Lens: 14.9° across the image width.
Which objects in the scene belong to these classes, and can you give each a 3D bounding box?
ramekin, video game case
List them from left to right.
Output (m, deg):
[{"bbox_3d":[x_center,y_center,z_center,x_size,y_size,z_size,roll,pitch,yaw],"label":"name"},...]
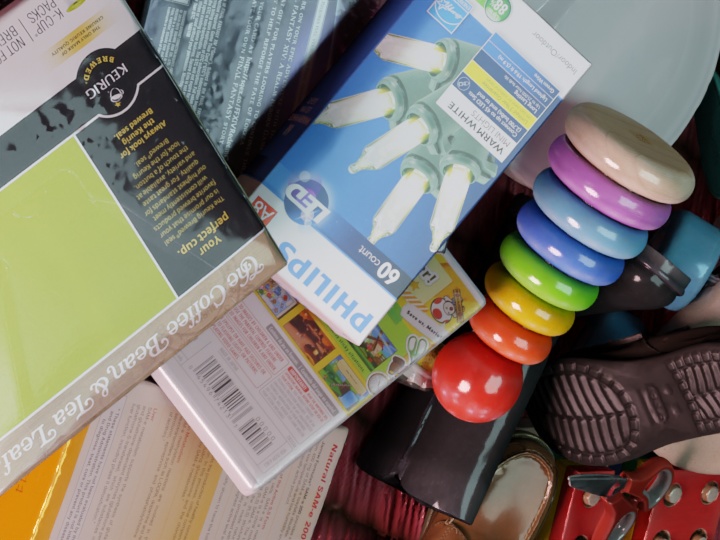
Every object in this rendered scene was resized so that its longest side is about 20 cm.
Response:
[{"bbox_3d":[-0.055,-0.007,1.535,0.182,0.023,0.200,-38,91,-22],"label":"video game case"},{"bbox_3d":[-0.031,-0.099,1.518,0.200,0.019,0.143,13,93,-17],"label":"video game case"},{"bbox_3d":[0.117,-0.151,1.646,0.202,0.094,0.203,-17,118,-34],"label":"ramekin"}]

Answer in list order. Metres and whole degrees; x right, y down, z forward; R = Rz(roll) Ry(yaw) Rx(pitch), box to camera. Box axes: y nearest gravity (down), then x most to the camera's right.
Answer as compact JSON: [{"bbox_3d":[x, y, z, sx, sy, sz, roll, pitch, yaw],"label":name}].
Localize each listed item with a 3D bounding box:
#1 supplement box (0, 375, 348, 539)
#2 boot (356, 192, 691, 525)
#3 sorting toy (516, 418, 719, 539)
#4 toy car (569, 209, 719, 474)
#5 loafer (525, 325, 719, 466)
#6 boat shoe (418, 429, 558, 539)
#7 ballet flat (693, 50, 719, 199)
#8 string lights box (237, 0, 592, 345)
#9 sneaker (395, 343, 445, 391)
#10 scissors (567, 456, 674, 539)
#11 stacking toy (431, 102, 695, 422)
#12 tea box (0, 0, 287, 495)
[{"bbox_3d":[-0.117,0.121,1.572,0.200,0.073,0.126,17,95,-42],"label":"supplement box"},{"bbox_3d":[0.098,0.063,1.673,0.066,0.165,0.200,36,82,-31],"label":"boot"},{"bbox_3d":[0.153,0.203,1.836,0.200,0.070,0.199,2,106,-41],"label":"sorting toy"},{"bbox_3d":[0.260,0.020,1.819,0.177,0.184,0.200,-56,-173,38],"label":"toy car"},{"bbox_3d":[0.186,0.074,1.705,0.071,0.200,0.073,-28,104,-43],"label":"loafer"},{"bbox_3d":[0.061,0.193,1.723,0.072,0.068,0.200,34,94,-14],"label":"boat shoe"},{"bbox_3d":[0.233,-0.135,1.721,0.067,0.068,0.200,-4,77,-24],"label":"ballet flat"},{"bbox_3d":[0.020,-0.070,1.495,0.103,0.059,0.200,40,85,-15],"label":"string lights box"},{"bbox_3d":[0.000,0.000,1.622,0.200,0.078,0.090,41,76,-42],"label":"sneaker"},{"bbox_3d":[0.160,0.129,1.699,0.073,0.014,0.200,-45,158,-6],"label":"scissors"},{"bbox_3d":[0.110,0.004,1.605,0.085,0.085,0.200,15,115,-42],"label":"stacking toy"},{"bbox_3d":[-0.183,-0.026,1.386,0.200,0.134,0.197,-38,110,-20],"label":"tea box"}]
